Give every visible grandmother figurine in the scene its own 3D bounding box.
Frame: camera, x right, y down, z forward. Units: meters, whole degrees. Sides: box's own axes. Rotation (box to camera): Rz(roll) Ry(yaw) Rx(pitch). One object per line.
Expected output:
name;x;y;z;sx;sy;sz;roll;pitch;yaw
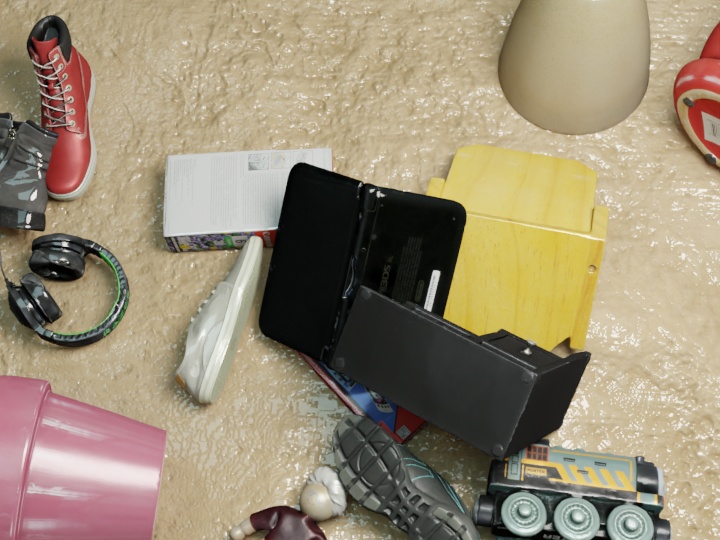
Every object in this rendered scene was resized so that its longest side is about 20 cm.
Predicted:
grandmother figurine;-0.079;0.291;1.127;0.121;0.061;0.200;35;76;8

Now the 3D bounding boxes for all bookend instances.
bookend;0.109;0.093;1.128;0.198;0.200;0.092;26;103;24

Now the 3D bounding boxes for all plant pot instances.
plant pot;0.259;-0.290;1.276;0.186;0.200;0.188;-1;66;3
plant pot;0.467;-0.211;1.228;0.182;0.201;0.200;-43;70;-11
plant pot;-0.294;0.214;1.114;0.178;0.200;0.201;8;66;-9

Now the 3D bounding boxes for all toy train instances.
toy train;0.217;0.232;1.120;0.199;0.085;0.114;6;58;6

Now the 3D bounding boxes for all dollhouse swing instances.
dollhouse swing;0.172;-0.031;1.260;0.199;0.176;0.183;10;109;8

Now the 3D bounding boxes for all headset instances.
headset;-0.363;0.006;1.251;0.199;0.094;0.124;22;69;7

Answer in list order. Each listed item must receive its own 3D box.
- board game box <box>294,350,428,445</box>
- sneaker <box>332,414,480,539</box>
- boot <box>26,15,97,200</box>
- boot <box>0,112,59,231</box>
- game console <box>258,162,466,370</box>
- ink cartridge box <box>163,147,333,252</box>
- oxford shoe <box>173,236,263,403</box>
board game box;0.005;0.099;1.225;0.103;0.019;0.200;-40;70;-14
sneaker;0.048;0.230;1.134;0.075;0.079;0.200;-47;71;12
boot;-0.365;-0.196;1.313;0.072;0.144;0.201;-4;68;1
boot;-0.448;-0.122;1.298;0.199;0.070;0.132;8;91;12
game console;0.000;0.000;1.196;0.175;0.116;0.201;9;102;-19
ink cartridge box;-0.129;-0.084;1.298;0.199;0.050;0.109;-3;66;2
oxford shoe;-0.157;0.049;1.230;0.057;0.075;0.201;17;73;10
